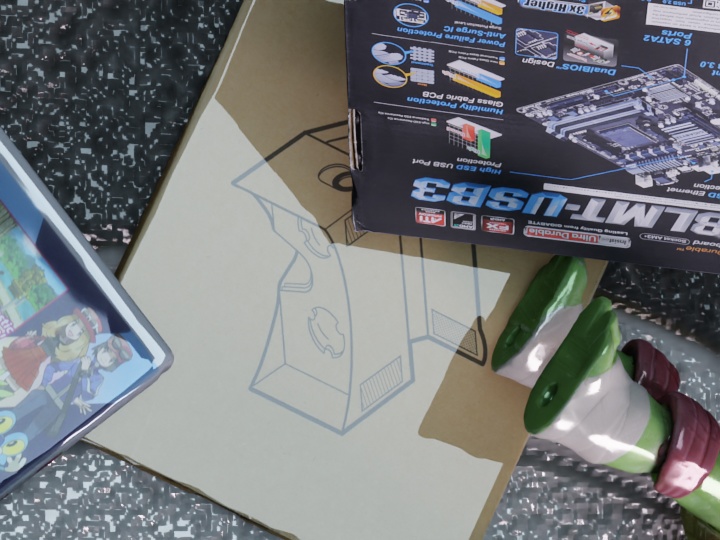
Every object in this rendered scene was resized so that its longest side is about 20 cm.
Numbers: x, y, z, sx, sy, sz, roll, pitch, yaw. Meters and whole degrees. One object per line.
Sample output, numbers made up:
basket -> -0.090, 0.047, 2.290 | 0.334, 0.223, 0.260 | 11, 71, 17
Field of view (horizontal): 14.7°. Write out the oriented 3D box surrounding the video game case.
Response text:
video game case -> -0.194, 0.007, 0.957 | 0.182, 0.023, 0.200 | -37, 87, -12

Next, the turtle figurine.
turtle figurine -> 0.158, 0.051, 0.977 | 0.193, 0.200, 0.144 | 32, 43, -16

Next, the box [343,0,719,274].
box -> 0.094, -0.073, 0.896 | 0.199, 0.199, 0.050 | 7, 58, 7

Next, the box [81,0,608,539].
box -> 0.000, 0.000, 1.011 | 0.163, 0.021, 0.201 | 26, 82, -9
